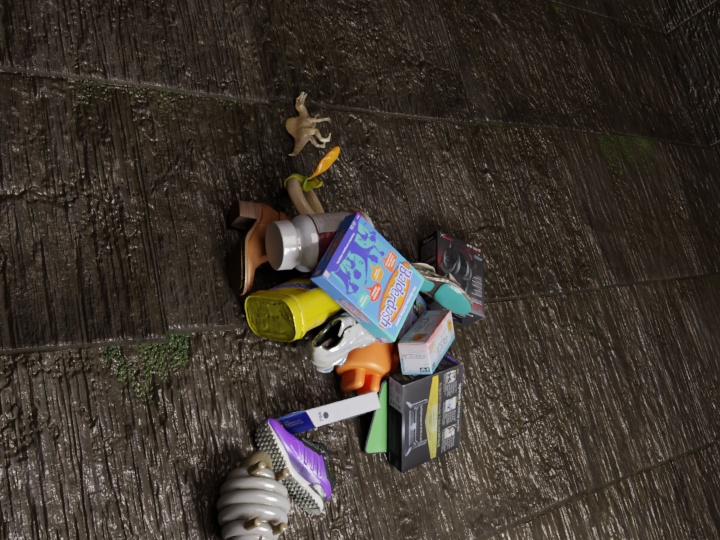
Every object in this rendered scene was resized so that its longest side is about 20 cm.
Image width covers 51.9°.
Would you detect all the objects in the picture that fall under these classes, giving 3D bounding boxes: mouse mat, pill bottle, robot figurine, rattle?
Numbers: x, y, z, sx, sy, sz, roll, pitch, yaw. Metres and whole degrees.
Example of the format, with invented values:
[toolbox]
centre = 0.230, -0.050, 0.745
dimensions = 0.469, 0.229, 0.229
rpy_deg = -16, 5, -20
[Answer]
[mouse mat]
centre = 0.102, 0.298, 1.515
dimensions = 0.198, 0.007, 0.163
rpy_deg = 6, 104, -37
[pill bottle]
centre = -0.078, -0.056, 1.436
dimensions = 0.197, 0.109, 0.111
rpy_deg = -7, 75, -30
[robot figurine]
centre = 0.009, 0.151, 1.500
dimensions = 0.141, 0.117, 0.203
rpy_deg = 4, 61, 8
[rattle]
centre = -0.063, -0.129, 1.537
dimensions = 0.141, 0.130, 0.202
rpy_deg = -26, 68, -3

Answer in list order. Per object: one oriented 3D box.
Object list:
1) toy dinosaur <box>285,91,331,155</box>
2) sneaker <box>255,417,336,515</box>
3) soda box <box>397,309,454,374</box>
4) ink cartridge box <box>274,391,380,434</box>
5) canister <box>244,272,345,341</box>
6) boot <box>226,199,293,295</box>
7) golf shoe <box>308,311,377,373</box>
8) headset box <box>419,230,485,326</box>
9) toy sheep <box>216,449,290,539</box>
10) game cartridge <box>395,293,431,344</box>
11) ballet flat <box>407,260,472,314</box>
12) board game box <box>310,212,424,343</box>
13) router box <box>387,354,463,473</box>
[toy dinosaur]
centre = -0.121, -0.305, 1.652
dimensions = 0.100, 0.058, 0.202
rpy_deg = 13, 54, -15
[sneaker]
centre = -0.112, 0.340, 1.362
dimensions = 0.099, 0.069, 0.202
rpy_deg = -42, 106, -42
[soda box]
centre = 0.136, 0.142, 1.498
dimensions = 0.200, 0.063, 0.070
rpy_deg = -37, 119, -64
[ink cartridge box]
centre = -0.066, 0.274, 1.401
dimensions = 0.198, 0.099, 0.040
rpy_deg = -6, 75, -38
[canister]
centre = -0.103, 0.059, 1.437
dimensions = 0.199, 0.147, 0.088
rpy_deg = -24, 109, -43
[boot]
centre = -0.185, -0.037, 1.473
dimensions = 0.154, 0.076, 0.203
rpy_deg = 14, 56, -36
[golf shoe]
centre = -0.015, 0.109, 1.406
dimensions = 0.200, 0.098, 0.078
rpy_deg = -42, 66, -19
[headset box]
centre = 0.214, 0.029, 1.734
dimensions = 0.147, 0.077, 0.203
rpy_deg = 20, 58, -29
[toy sheep]
centre = -0.178, 0.400, 1.239
dimensions = 0.137, 0.138, 0.202
rpy_deg = 25, 49, -26
[game cartridge]
centre = 0.118, 0.118, 1.583
dimensions = 0.200, 0.038, 0.132
rpy_deg = 48, 46, -56
[ballet flat]
centre = 0.163, 0.025, 1.616
dimensions = 0.198, 0.068, 0.076
rpy_deg = 24, 42, -17
[board game box]
centre = 0.018, 0.015, 1.389
dimensions = 0.200, 0.045, 0.153
rpy_deg = 43, 59, -24
[router box]
centre = 0.131, 0.287, 1.494
dimensions = 0.155, 0.052, 0.203
rpy_deg = -14, 115, -31
